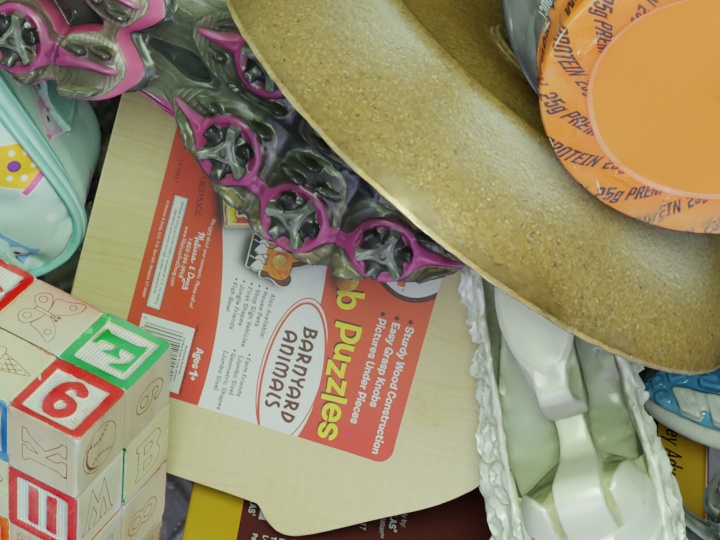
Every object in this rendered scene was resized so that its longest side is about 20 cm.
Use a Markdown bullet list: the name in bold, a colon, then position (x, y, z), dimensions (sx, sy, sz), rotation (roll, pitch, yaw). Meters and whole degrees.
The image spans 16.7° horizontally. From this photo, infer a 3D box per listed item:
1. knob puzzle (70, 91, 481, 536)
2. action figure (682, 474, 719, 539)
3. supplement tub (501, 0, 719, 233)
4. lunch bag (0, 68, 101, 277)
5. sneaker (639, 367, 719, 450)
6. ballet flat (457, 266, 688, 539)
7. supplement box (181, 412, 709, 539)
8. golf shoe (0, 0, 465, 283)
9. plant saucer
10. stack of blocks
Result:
- **knob puzzle**: position (0.000, 0.000, 0.894), dimensions (0.218, 0.030, 0.222), rotation (1, 98, 8)
- **action figure**: position (0.204, 0.108, 0.889), dimensions (0.198, 0.103, 0.119), rotation (-1, 159, -2)
- **supplement tub**: position (0.104, -0.113, 0.717), dimensions (0.121, 0.201, 0.123), rotation (4, 135, 4)
- **lunch bag**: position (-0.190, -0.072, 0.881), dimensions (0.159, 0.077, 0.201), rotation (-14, 131, 21)
- **sneaker**: position (0.205, 0.062, 0.962), dimensions (0.198, 0.075, 0.087), rotation (5, 140, 3)
- **ballet flat**: position (0.067, 0.051, 0.843), dimensions (0.071, 0.072, 0.202), rotation (-13, 96, 19)
- **supplement box**: position (0.026, 0.139, 0.969), dimensions (0.198, 0.198, 0.133), rotation (11, 135, -2)
- **golf shoe**: position (-0.035, -0.070, 0.822), dimensions (0.199, 0.092, 0.073), rotation (34, 116, 9)
- **plant saucer**: position (0.047, -0.050, 0.759), dimensions (0.199, 0.201, 0.036), rotation (31, 112, -21)
- **stack of blocks**: position (-0.135, 0.093, 0.901), dimensions (0.115, 0.059, 0.201), rotation (24, 133, 20)
